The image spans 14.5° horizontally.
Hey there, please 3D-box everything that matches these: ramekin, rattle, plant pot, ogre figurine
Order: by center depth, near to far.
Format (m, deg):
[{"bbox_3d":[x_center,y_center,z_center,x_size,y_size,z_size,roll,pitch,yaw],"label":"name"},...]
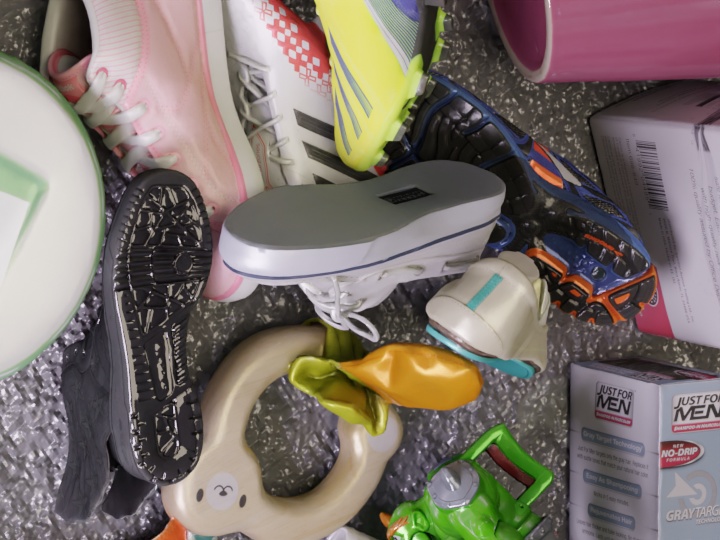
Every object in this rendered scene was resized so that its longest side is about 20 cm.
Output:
[{"bbox_3d":[-0.228,-0.030,1.452,0.199,0.098,0.201,-4,97,-29],"label":"ramekin"},{"bbox_3d":[-0.039,0.122,1.559,0.200,0.143,0.131,-37,131,-27],"label":"rattle"},{"bbox_3d":[0.079,0.159,1.614,0.098,0.200,0.120,-35,87,19],"label":"ogre figurine"},{"bbox_3d":[0.169,-0.190,1.618,0.178,0.200,0.201,-14,103,-11],"label":"plant pot"}]

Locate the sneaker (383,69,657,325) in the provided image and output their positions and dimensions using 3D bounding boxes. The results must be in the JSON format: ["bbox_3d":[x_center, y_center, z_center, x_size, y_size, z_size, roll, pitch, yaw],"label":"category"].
[{"bbox_3d":[0.087,-0.047,1.652,0.200,0.078,0.075,42,111,-13],"label":"sneaker"}]

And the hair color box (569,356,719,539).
[{"bbox_3d":[0.175,0.158,1.702,0.060,0.099,0.201,-4,98,-29],"label":"hair color box"}]

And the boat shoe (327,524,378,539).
[{"bbox_3d":[-0.035,0.240,1.616,0.067,0.073,0.201,35,66,-25],"label":"boat shoe"}]

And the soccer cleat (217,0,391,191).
[{"bbox_3d":[-0.042,-0.076,1.570,0.085,0.068,0.200,-47,121,-30],"label":"soccer cleat"}]

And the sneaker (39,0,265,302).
[{"bbox_3d":[-0.118,-0.075,1.516,0.104,0.075,0.201,-13,95,-40],"label":"sneaker"}]

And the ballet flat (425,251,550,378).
[{"bbox_3d":[0.080,0.022,1.587,0.069,0.200,0.070,0,87,6],"label":"ballet flat"}]

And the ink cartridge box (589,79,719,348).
[{"bbox_3d":[0.236,-0.031,1.656,0.085,0.200,0.146,-22,107,-25],"label":"ink cartridge box"}]

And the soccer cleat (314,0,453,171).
[{"bbox_3d":[0.004,-0.134,1.489,0.083,0.200,0.065,22,51,8],"label":"soccer cleat"}]

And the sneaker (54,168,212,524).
[{"bbox_3d":[-0.127,0.043,1.514,0.060,0.104,0.201,-4,98,-30],"label":"sneaker"}]

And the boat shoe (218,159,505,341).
[{"bbox_3d":[-0.003,-0.002,1.538,0.202,0.074,0.086,-17,126,-48],"label":"boat shoe"}]
